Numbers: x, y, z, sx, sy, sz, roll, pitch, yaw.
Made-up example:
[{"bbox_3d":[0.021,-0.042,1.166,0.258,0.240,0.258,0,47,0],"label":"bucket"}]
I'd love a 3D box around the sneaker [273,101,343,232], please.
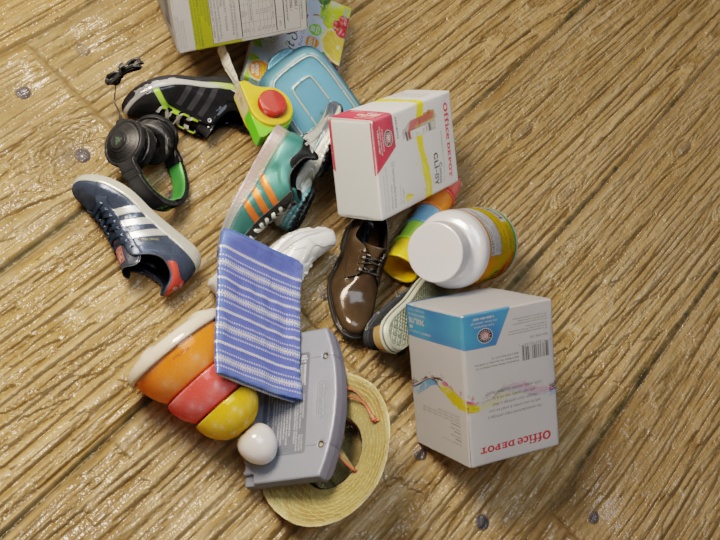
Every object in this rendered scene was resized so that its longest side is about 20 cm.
[{"bbox_3d":[-0.090,-0.161,1.448,0.086,0.078,0.201,26,83,4],"label":"sneaker"}]

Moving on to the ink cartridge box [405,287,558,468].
[{"bbox_3d":[0.163,0.139,1.359,0.146,0.146,0.202,-9,99,-27],"label":"ink cartridge box"}]

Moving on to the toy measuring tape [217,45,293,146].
[{"bbox_3d":[-0.145,-0.258,1.449,0.073,0.074,0.201,-14,70,-28],"label":"toy measuring tape"}]

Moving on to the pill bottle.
[{"bbox_3d":[0.144,-0.033,1.445,0.111,0.111,0.200,59,26,10],"label":"pill bottle"}]

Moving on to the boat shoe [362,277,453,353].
[{"bbox_3d":[0.071,0.059,1.447,0.200,0.062,0.075,-37,108,-47],"label":"boat shoe"}]

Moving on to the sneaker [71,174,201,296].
[{"bbox_3d":[-0.308,-0.044,1.328,0.200,0.075,0.085,36,53,-4],"label":"sneaker"}]

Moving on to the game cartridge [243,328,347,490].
[{"bbox_3d":[-0.081,0.177,1.294,0.040,0.133,0.201,40,45,-49],"label":"game cartridge"}]

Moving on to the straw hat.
[{"bbox_3d":[-0.027,0.241,1.304,0.085,0.200,0.202,44,43,-52],"label":"straw hat"}]

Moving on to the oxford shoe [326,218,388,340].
[{"bbox_3d":[0.000,0.000,1.436,0.072,0.084,0.201,15,63,-18],"label":"oxford shoe"}]

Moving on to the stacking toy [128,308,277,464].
[{"bbox_3d":[-0.178,0.161,1.249,0.146,0.146,0.200,-37,86,-32],"label":"stacking toy"}]

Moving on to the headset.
[{"bbox_3d":[-0.287,-0.181,1.366,0.201,0.094,0.123,63,22,-4],"label":"headset"}]

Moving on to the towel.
[{"bbox_3d":[-0.125,0.055,1.273,0.144,0.024,0.201,27,50,-43],"label":"towel"}]

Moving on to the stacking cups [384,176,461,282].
[{"bbox_3d":[0.100,-0.074,1.524,0.060,0.061,0.201,34,58,-5],"label":"stacking cups"}]

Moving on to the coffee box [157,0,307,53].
[{"bbox_3d":[-0.196,-0.458,1.434,0.196,0.201,0.200,-14,43,-12],"label":"coffee box"}]

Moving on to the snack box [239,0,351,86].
[{"bbox_3d":[-0.102,-0.345,1.572,0.141,0.053,0.201,17,61,-13],"label":"snack box"}]

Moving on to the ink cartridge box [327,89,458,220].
[{"bbox_3d":[0.052,-0.172,1.462,0.200,0.083,0.146,-29,119,-46],"label":"ink cartridge box"}]

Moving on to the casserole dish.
[{"bbox_3d":[-0.064,-0.241,1.501,0.121,0.039,0.200,-38,104,-6],"label":"casserole dish"}]

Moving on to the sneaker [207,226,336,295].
[{"bbox_3d":[-0.109,0.010,1.398,0.199,0.078,0.100,-29,88,-23],"label":"sneaker"}]

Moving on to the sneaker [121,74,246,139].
[{"bbox_3d":[-0.239,-0.230,1.448,0.199,0.072,0.083,-10,72,-27],"label":"sneaker"}]

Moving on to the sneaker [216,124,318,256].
[{"bbox_3d":[-0.128,-0.094,1.383,0.080,0.071,0.201,28,97,-1],"label":"sneaker"}]
